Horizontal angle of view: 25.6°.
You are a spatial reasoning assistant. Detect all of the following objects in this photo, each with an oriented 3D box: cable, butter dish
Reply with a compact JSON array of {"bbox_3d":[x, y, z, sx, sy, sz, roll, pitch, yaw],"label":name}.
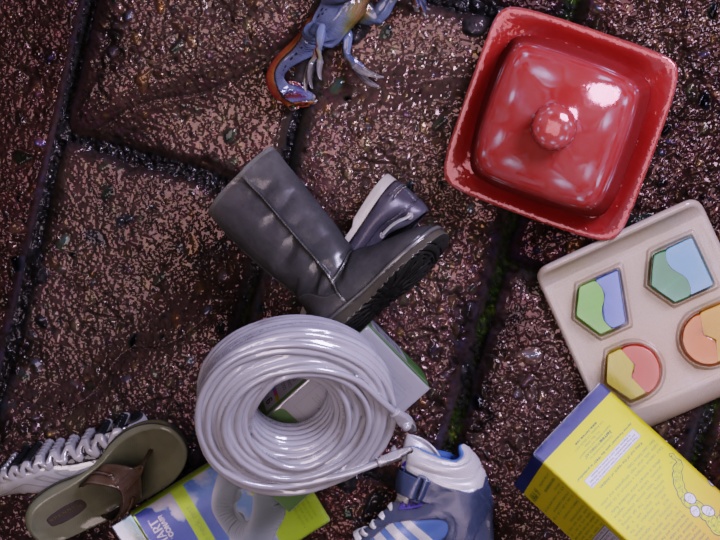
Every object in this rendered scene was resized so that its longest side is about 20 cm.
[{"bbox_3d":[-0.064,0.131,1.546,0.199,0.069,0.201,-25,123,9],"label":"cable"},{"bbox_3d":[0.192,-0.142,1.553,0.199,0.148,0.201,20,100,7],"label":"butter dish"}]

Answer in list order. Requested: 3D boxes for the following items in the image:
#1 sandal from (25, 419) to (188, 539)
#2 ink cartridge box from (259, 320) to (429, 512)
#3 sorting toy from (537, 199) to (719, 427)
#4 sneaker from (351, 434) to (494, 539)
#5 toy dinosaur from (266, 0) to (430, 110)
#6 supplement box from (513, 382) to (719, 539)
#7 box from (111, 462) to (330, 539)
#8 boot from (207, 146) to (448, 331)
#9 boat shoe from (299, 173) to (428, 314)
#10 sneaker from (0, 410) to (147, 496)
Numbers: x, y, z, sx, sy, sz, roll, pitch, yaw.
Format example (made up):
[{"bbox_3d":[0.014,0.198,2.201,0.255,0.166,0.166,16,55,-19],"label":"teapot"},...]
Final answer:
[{"bbox_3d":[-0.263,0.234,1.667,0.200,0.057,0.080,-36,113,7],"label":"sandal"},{"bbox_3d":[-0.038,0.143,1.643,0.200,0.059,0.104,-42,115,6],"label":"ink cartridge box"},{"bbox_3d":[0.301,0.053,1.618,0.184,0.036,0.201,-25,93,11],"label":"sorting toy"},{"bbox_3d":[0.041,0.248,1.668,0.199,0.081,0.147,-11,87,13],"label":"sneaker"},{"bbox_3d":[-0.023,-0.251,1.631,0.181,0.105,0.201,-22,56,23],"label":"toy dinosaur"},{"bbox_3d":[0.267,0.230,1.573,0.200,0.109,0.109,43,69,12],"label":"supplement box"},{"bbox_3d":[-0.148,0.266,1.676,0.199,0.048,0.122,-32,92,-11],"label":"box"},{"bbox_3d":[-0.034,-0.045,1.589,0.182,0.073,0.200,-38,68,4],"label":"boot"},{"bbox_3d":[0.000,0.000,1.641,0.063,0.073,0.201,32,96,8],"label":"boat shoe"},{"bbox_3d":[-0.315,0.220,1.721,0.199,0.075,0.081,-17,103,11],"label":"sneaker"}]
